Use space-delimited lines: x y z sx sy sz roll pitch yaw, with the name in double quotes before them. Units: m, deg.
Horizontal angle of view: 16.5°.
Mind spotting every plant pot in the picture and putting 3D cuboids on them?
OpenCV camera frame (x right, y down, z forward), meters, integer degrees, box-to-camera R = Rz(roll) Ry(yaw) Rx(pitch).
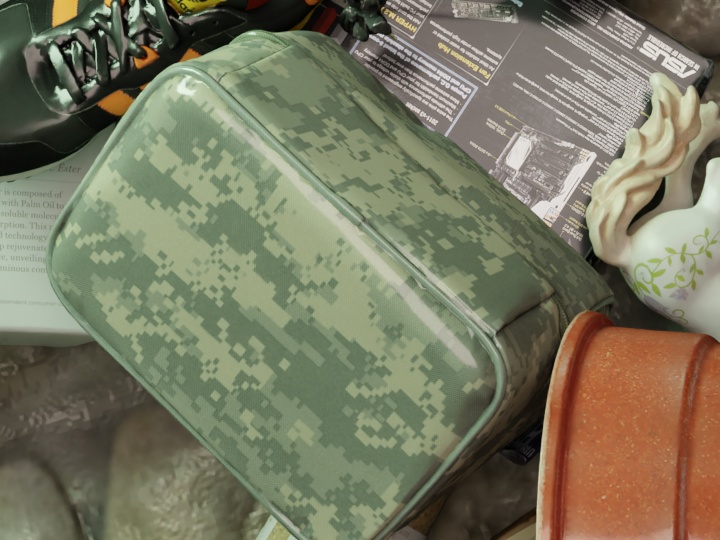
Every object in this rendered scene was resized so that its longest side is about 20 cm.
"plant pot" 0.183 0.112 0.932 0.195 0.201 0.201 -2 84 17

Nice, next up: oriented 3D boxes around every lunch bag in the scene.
"lunch bag" 0.000 0.000 1.009 0.200 0.168 0.139 42 122 9

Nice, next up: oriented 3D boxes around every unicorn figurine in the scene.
"unicorn figurine" 0.177 0.017 1.069 0.200 0.074 0.137 34 72 2

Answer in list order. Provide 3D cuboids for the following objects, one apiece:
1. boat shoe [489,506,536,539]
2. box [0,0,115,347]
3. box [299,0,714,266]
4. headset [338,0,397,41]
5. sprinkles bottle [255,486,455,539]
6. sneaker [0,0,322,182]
"boat shoe" 0.091 0.134 1.081 0.200 0.073 0.065 -36 78 1
"box" -0.178 -0.069 1.092 0.124 0.097 0.200 3 84 -18
"box" 0.034 -0.077 1.118 0.200 0.050 0.158 32 88 7
"headset" 0.068 -0.169 1.055 0.200 0.094 0.124 -42 78 -8
"sprinkles bottle" -0.023 0.144 1.092 0.068 0.068 0.200 31 87 7
"sneaker" -0.091 -0.105 1.021 0.200 0.090 0.070 -29 88 -26
